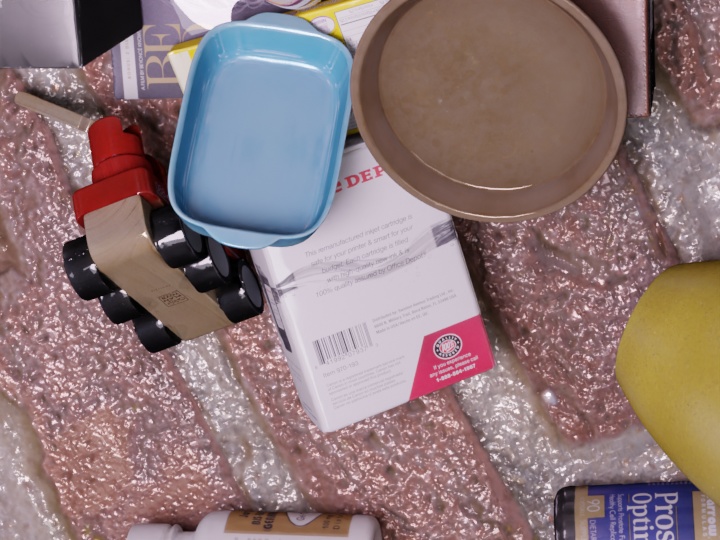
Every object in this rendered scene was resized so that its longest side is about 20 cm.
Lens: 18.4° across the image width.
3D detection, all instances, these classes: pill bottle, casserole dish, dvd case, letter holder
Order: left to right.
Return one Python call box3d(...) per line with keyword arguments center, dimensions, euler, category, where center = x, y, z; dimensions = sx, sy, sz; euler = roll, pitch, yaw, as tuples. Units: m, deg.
box3d(center=(-0.095, -0.205, 1.687), dimensions=(0.199, 0.016, 0.149), euler=(0, 108, 8), category="dvd case")
box3d(center=(-0.085, 0.250, 1.776), dimensions=(0.199, 0.114, 0.115), euler=(1, 107, 7), category="pill bottle")
box3d(center=(-0.071, -0.095, 1.601), dimensions=(0.121, 0.200, 0.039), euler=(9, 152, 1), category="casserole dish")
box3d(center=(0.140, -0.218, 1.610), dimensions=(0.142, 0.101, 0.201), euler=(0, 107, 9), category="letter holder")
box3d(center=(0.254, 0.219, 1.725), dimensions=(0.199, 0.112, 0.112), euler=(-4, 107, 8), category="pill bottle")

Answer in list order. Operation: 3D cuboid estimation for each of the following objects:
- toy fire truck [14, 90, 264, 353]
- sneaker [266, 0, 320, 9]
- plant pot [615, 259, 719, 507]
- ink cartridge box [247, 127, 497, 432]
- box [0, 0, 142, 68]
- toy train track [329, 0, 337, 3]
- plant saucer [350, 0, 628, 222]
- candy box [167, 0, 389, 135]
box3d(center=(-0.175, -0.055, 1.692), dimensions=(0.128, 0.176, 0.200), euler=(-20, 63, 14), category="toy fire truck")
box3d(center=(-0.095, -0.277, 1.610), dimensions=(0.075, 0.090, 0.200), euler=(-42, 84, 12), category="sneaker")
box3d(center=(0.275, 0.071, 1.652), dimensions=(0.142, 0.200, 0.201), euler=(27, 111, 26), category="plant pot")
box3d(center=(0.000, 0.000, 1.683), dimensions=(0.145, 0.083, 0.201), euler=(-20, 104, -10), category="ink cartridge box")
box3d(center=(-0.280, -0.221, 1.629), dimensions=(0.199, 0.149, 0.125), euler=(1, 107, 13), category="box")
box3d(center=(0.047, -0.184, 1.668), dimensions=(0.114, 0.033, 0.200), euler=(-15, 111, 16), category="toy train track")
box3d(center=(0.092, -0.126, 1.579), dimensions=(0.199, 0.029, 0.201), euler=(6, 123, 10), category="plant saucer")
box3d(center=(-0.036, -0.147, 1.668), dimensions=(0.199, 0.026, 0.102), euler=(-14, 115, 18), category="candy box")
